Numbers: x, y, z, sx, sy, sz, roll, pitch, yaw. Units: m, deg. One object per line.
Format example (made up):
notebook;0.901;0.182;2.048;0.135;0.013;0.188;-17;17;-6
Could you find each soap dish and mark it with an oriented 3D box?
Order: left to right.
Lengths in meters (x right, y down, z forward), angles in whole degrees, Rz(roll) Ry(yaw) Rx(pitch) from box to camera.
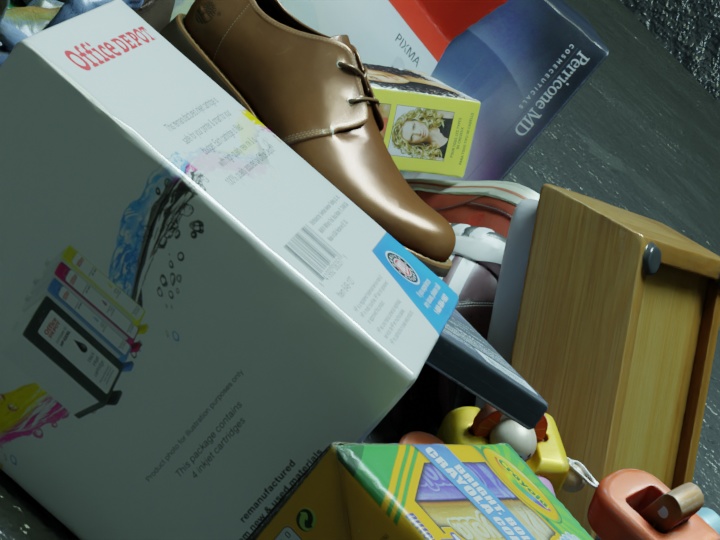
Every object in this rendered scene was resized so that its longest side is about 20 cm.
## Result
soap dish;0.128;0.065;1.258;0.081;0.202;0.157;9;-2;30

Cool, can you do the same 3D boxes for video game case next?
video game case;0.000;0.000;1.151;0.142;0.019;0.200;33;6;-27

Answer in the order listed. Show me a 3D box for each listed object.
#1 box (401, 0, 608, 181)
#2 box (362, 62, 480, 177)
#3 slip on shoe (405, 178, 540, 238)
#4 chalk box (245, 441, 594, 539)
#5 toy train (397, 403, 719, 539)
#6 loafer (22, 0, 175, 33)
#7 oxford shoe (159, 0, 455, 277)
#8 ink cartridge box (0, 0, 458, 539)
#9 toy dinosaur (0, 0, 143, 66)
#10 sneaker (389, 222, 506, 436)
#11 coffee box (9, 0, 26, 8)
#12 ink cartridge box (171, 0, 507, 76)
box;0.019;-0.136;1.516;0.198;0.200;0.123;38;11;-12
box;-0.036;-0.094;1.346;0.199;0.050;0.075;4;16;-30
slip on shoe;0.043;-0.012;1.400;0.074;0.061;0.200;43;-22;-24
chalk box;0.036;0.151;0.925;0.124;0.125;0.200;48;18;23
toy train;0.081;0.113;1.113;0.199;0.056;0.150;-15;49;-38
loafer;-0.170;-0.187;1.281;0.200;0.071;0.073;44;15;9
oxford shoe;-0.015;-0.079;1.221;0.200;0.071;0.071;46;13;9
ink cartridge box;-0.086;0.012;0.968;0.200;0.145;0.147;41;15;0
toy dinosaur;-0.166;-0.100;1.119;0.201;0.181;0.105;55;-28;-17
sneaker;0.062;0.079;1.314;0.075;0.116;0.201;3;-44;35
coffee box;-0.217;-0.136;1.250;0.123;0.044;0.200;36;17;-20
ink cartridge box;-0.007;-0.156;1.392;0.160;0.199;0.047;48;12;-36
